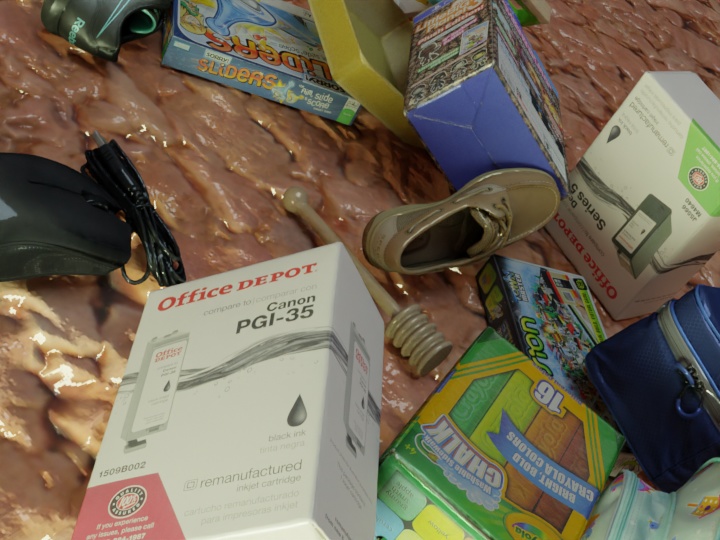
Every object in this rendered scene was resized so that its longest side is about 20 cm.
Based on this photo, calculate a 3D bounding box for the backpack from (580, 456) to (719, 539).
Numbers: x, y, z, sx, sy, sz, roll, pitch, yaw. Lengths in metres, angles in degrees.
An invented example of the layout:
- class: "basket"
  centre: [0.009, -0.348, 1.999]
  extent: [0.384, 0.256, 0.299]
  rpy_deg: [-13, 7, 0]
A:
- class: "backpack"
  centre: [0.192, 0.211, 0.582]
  extent: [0.153, 0.201, 0.176]
  rpy_deg: [38, 40, 5]

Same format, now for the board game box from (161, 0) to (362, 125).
- class: "board game box"
  centre: [-0.097, -0.226, 0.954]
  extent: [0.198, 0.035, 0.137]
  rpy_deg: [14, 43, -24]

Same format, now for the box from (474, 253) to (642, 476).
- class: "box"
  centre: [0.173, 0.080, 0.834]
  extent: [0.109, 0.035, 0.202]
  rpy_deg: [13, 44, -25]

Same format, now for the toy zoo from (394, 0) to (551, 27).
- class: "toy zoo"
  centre: [0.096, -0.298, 1.064]
  extent: [0.131, 0.198, 0.021]
  rpy_deg: [23, 72, -53]

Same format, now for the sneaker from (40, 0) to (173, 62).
- class: "sneaker"
  centre: [-0.200, -0.257, 0.876]
  extent: [0.079, 0.076, 0.201]
  rpy_deg: [36, 55, 2]

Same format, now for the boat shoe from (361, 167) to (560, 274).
- class: "boat shoe"
  centre: [0.101, -0.036, 0.829]
  extent: [0.198, 0.072, 0.064]
  rpy_deg: [-20, 24, -22]

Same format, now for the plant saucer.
- class: "plant saucer"
  centre: [0.011, -0.222, 0.959]
  extent: [0.199, 0.048, 0.202]
  rpy_deg: [32, 35, -53]

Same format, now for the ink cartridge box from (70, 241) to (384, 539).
- class: "ink cartridge box"
  centre: [-0.068, 0.092, 0.556]
  extent: [0.202, 0.145, 0.083]
  rpy_deg: [-86, 156, -47]

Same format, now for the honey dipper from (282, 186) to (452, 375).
- class: "honey dipper"
  centre: [0.000, 0.000, 0.792]
  extent: [0.038, 0.038, 0.200]
  rpy_deg: [-19, 61, -45]

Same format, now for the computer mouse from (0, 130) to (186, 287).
- class: "computer mouse"
  centre: [-0.211, -0.046, 0.651]
  extent: [0.199, 0.053, 0.139]
  rpy_deg: [-8, 58, -51]

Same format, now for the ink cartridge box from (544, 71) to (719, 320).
- class: "ink cartridge box"
  centre: [0.288, -0.071, 0.939]
  extent: [0.083, 0.201, 0.146]
  rpy_deg: [-9, 55, -37]

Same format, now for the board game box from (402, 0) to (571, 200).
- class: "board game box"
  centre: [0.126, -0.167, 0.946]
  extent: [0.160, 0.096, 0.201]
  rpy_deg: [52, 27, -29]

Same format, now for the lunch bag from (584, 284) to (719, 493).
- class: "lunch bag"
  centre: [0.289, 0.089, 0.786]
  extent: [0.199, 0.132, 0.137]
  rpy_deg: [5, 52, -55]

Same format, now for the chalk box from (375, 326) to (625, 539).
- class: "chalk box"
  centre: [0.062, 0.155, 0.607]
  extent: [0.124, 0.124, 0.200]
  rpy_deg: [39, 39, 6]
